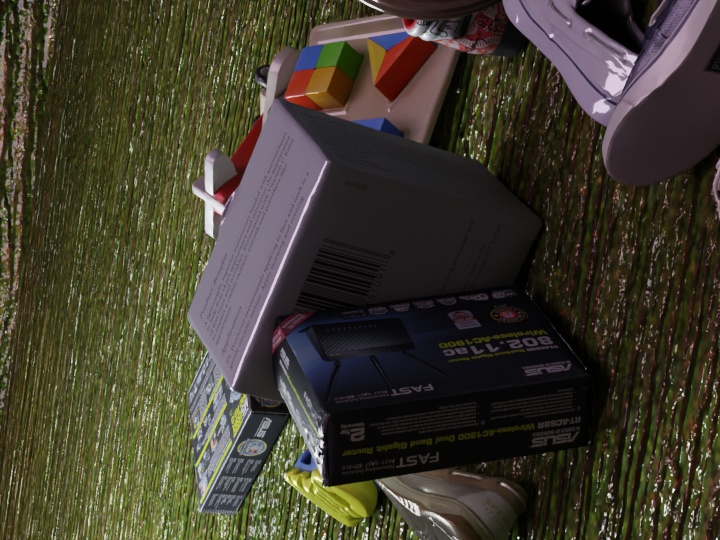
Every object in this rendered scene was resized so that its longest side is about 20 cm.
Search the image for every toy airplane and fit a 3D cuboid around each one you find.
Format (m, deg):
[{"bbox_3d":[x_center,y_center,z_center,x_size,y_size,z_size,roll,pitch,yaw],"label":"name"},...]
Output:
[{"bbox_3d":[-0.068,-0.103,1.865,0.200,0.140,0.200,28,-100,-77],"label":"toy airplane"}]

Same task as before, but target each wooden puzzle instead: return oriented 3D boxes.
[{"bbox_3d":[-0.010,-0.135,1.682,0.185,0.046,0.201,-2,63,42],"label":"wooden puzzle"}]

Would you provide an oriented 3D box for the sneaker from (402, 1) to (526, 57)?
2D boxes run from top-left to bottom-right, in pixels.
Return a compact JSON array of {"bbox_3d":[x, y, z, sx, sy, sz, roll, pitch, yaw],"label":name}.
[{"bbox_3d":[0.085,-0.274,1.542,0.067,0.107,0.203,-175,91,-70],"label":"sneaker"}]

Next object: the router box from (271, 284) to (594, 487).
[{"bbox_3d":[0.048,0.079,1.403,0.150,0.199,0.062,-123,29,-59],"label":"router box"}]

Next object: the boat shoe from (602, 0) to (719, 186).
[{"bbox_3d":[0.211,-0.150,1.235,0.200,0.074,0.093,-56,26,38],"label":"boat shoe"}]

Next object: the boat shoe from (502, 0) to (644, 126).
[{"bbox_3d":[0.164,-0.172,1.371,0.200,0.073,0.066,58,133,45],"label":"boat shoe"}]

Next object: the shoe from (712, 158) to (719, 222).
[{"bbox_3d":[0.240,-0.040,1.134,0.070,0.053,0.201,127,144,-54],"label":"shoe"}]

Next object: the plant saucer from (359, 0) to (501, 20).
[{"bbox_3d":[0.055,-0.288,1.507,0.029,0.199,0.201,76,-168,-70],"label":"plant saucer"}]

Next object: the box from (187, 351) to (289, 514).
[{"bbox_3d":[-0.135,0.144,2.118,0.200,0.044,0.161,117,150,-46],"label":"box"}]

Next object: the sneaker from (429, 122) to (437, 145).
[{"bbox_3d":[0.014,-0.116,1.725,0.074,0.088,0.201,-160,78,-71],"label":"sneaker"}]

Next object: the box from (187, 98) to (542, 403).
[{"bbox_3d":[0.000,0.000,1.519,0.200,0.199,0.131,-66,30,17],"label":"box"}]

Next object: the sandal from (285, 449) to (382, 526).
[{"bbox_3d":[-0.008,0.174,1.742,0.087,0.079,0.200,-56,9,-15],"label":"sandal"}]

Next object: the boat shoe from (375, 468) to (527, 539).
[{"bbox_3d":[0.070,0.179,1.537,0.073,0.063,0.201,52,168,-11],"label":"boat shoe"}]
